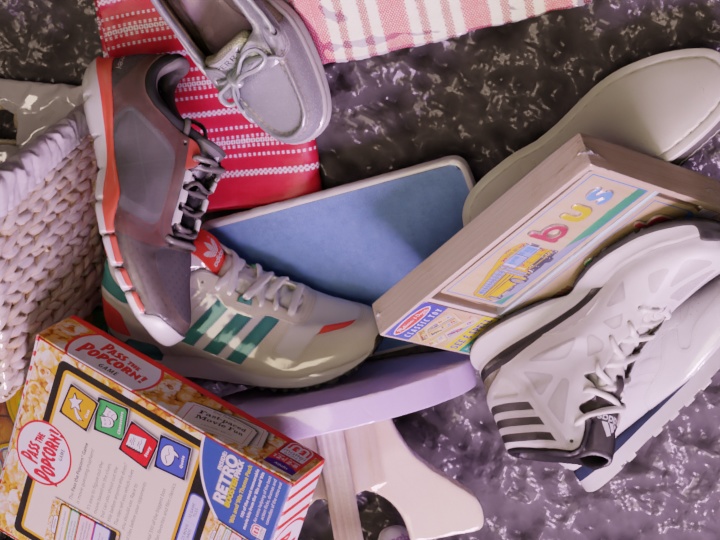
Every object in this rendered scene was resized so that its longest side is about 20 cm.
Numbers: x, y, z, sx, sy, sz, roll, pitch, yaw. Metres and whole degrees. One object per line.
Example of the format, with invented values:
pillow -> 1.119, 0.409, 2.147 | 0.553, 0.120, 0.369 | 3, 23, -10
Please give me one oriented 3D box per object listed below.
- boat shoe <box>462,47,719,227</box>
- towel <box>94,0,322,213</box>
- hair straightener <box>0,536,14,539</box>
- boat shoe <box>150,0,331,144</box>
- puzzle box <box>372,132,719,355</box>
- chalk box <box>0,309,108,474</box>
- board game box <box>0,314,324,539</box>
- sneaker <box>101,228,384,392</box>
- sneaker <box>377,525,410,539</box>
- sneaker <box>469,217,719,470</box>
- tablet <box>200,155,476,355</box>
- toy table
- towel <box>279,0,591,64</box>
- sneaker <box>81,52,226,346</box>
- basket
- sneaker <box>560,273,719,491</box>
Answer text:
boat shoe -> 0.159, -0.071, 1.289 | 0.201, 0.060, 0.072 | -33, 60, 21
towel -> -0.106, -0.135, 1.360 | 0.143, 0.022, 0.202 | -3, 109, 16
hair straightener -> -0.307, 0.218, 1.548 | 0.199, 0.041, 0.077 | -17, 105, 25
boat shoe -> -0.094, -0.163, 1.292 | 0.074, 0.065, 0.203 | -26, 100, 40
puzzle box -> 0.118, -0.008, 1.277 | 0.132, 0.026, 0.200 | 14, 139, -39
chalk box -> -0.237, 0.101, 1.430 | 0.198, 0.124, 0.125 | 5, 112, 14
board game box -> -0.136, 0.142, 1.304 | 0.199, 0.046, 0.152 | 28, 117, 17
sneaker -> -0.084, 0.022, 1.360 | 0.198, 0.070, 0.094 | 2, 123, 15
sneaker -> 0.000, 0.260, 1.465 | 0.200, 0.074, 0.100 | -50, 50, 39
sneaker -> 0.165, 0.057, 1.265 | 0.200, 0.075, 0.116 | -35, 56, 30
tablet -> 0.000, 0.000, 1.377 | 0.199, 0.014, 0.131 | -14, 115, 20
toy table -> -0.013, 0.133, 1.360 | 0.198, 0.184, 0.118 | -10, 98, 10
towel -> 0.037, -0.219, 1.282 | 0.198, 0.030, 0.147 | -11, 108, 13
sneaker -> -0.126, -0.054, 1.312 | 0.081, 0.077, 0.202 | -14, 78, 7
basket -> -0.286, -0.026, 1.355 | 0.197, 0.200, 0.162 | 4, 114, 14
sneaker -> 0.187, 0.058, 1.327 | 0.081, 0.076, 0.200 | 45, 114, 6
